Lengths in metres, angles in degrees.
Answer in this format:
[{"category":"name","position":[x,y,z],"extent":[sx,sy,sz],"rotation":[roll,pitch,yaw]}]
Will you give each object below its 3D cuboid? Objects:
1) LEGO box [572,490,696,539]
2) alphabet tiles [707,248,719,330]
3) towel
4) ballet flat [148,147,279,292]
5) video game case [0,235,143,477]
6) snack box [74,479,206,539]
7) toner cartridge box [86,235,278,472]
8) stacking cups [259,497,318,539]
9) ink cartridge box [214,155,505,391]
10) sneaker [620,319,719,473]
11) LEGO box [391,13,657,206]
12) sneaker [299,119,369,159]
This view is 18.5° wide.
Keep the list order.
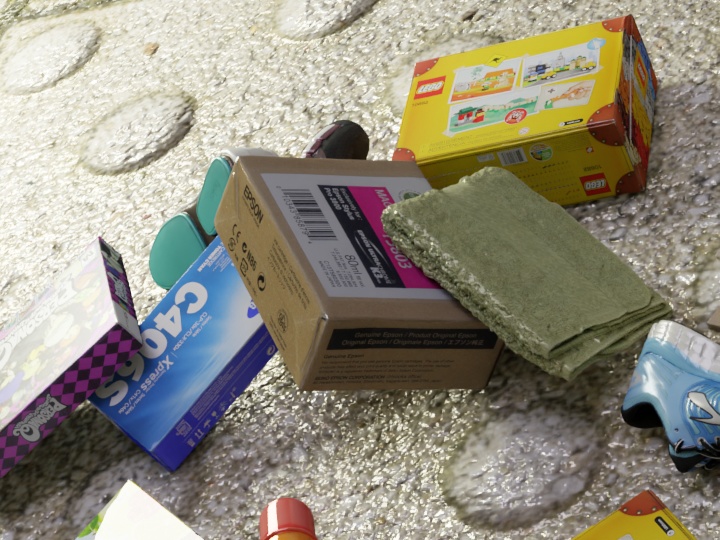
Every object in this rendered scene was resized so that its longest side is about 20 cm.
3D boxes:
[{"category":"LEGO box","position":[0.174,0.248,1.341],"extent":[0.149,0.077,0.200],"rotation":[-33,36,-6]},{"category":"alphabet tiles","position":[0.348,-0.018,1.636],"extent":[0.167,0.008,0.200],"rotation":[14,51,42]},{"category":"towel","position":[0.122,-0.001,1.645],"extent":[0.148,0.037,0.200],"rotation":[-21,53,-43]},{"category":"ballet flat","position":[-0.117,-0.040,1.863],"extent":[0.200,0.069,0.070],"rotation":[-51,8,51]},{"category":"video game case","position":[-0.267,0.080,1.811],"extent":[0.200,0.036,0.181],"rotation":[-42,25,8]},{"category":"snack box","position":[-0.160,0.253,1.525],"extent":[0.169,0.068,0.200],"rotation":[-47,28,-9]},{"category":"toner cartridge box","position":[-0.122,0.054,1.761],"extent":[0.095,0.043,0.200],"rotation":[34,79,34]},{"category":"stacking cups","position":[-0.041,0.237,1.532],"extent":[0.060,0.061,0.200],"rotation":[-20,32,10]},{"category":"ink cartridge box","position":[0.000,0.000,1.676],"extent":[0.164,0.075,0.200],"rotation":[-1,40,-29]},{"category":"sneaker","position":[0.256,0.109,1.501],"extent":[0.090,0.078,0.200],"rotation":[-56,38,-7]},{"category":"LEGO box","position":[0.137,-0.122,1.838],"extent":[0.199,0.077,0.149],"rotation":[-10,39,22]},{"category":"sneaker","position":[-0.015,-0.034,1.842],"extent":[0.115,0.076,0.201],"rotation":[12,61,35]}]
